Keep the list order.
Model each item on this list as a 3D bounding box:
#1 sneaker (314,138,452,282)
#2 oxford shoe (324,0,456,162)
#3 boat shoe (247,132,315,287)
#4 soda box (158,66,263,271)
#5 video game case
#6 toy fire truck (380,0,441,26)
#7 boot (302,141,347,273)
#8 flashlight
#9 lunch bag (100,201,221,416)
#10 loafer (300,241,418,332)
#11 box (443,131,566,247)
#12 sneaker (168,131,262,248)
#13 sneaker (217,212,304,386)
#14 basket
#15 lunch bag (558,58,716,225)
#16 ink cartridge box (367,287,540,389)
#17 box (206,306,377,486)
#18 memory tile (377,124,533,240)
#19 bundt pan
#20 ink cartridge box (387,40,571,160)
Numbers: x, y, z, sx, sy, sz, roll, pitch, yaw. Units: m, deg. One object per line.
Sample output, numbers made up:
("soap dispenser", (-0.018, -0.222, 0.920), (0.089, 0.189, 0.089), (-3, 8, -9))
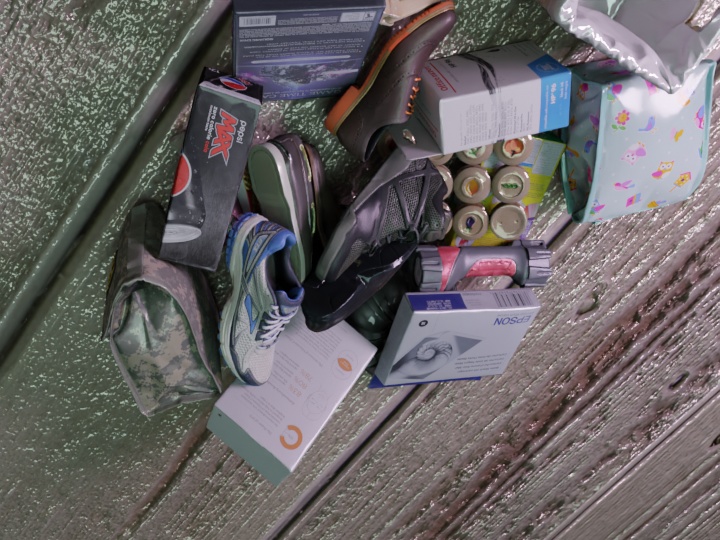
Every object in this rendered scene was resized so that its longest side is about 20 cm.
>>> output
("sneaker", (0.035, -0.049, 0.828), (0.114, 0.076, 0.200), (39, 71, 1))
("oxford shoe", (0.046, -0.209, 0.791), (0.073, 0.071, 0.200), (49, 120, 6))
("boat shoe", (-0.081, -0.059, 0.837), (0.060, 0.071, 0.206), (-35, 130, -42))
("soda box", (-0.161, -0.104, 0.754), (0.069, 0.064, 0.204), (13, 118, -15))
("video game case", (-0.062, -0.223, 0.725), (0.139, 0.200, 0.020), (-7, 83, -12))
("toy fire truck", (0.012, -0.300, 0.709), (0.141, 0.201, 0.048), (48, 147, -14))
("boot", (-0.033, -0.076, 0.903), (0.095, 0.074, 0.205), (-24, 123, -29))
("flashlight", (0.160, 0.000, 0.941), (0.195, 0.069, 0.069), (1, 130, -16))
("lunch bag", (-0.242, 0.040, 0.841), (0.115, 0.165, 0.204), (-14, 126, -3))
("loafer", (0.000, 0.000, 0.883), (0.199, 0.073, 0.073), (-37, 161, -23))
("box", (0.185, -0.096, 0.953), (0.114, 0.049, 0.204), (6, 119, -21))
("sneaker", (-0.170, -0.079, 0.850), (0.087, 0.076, 0.204), (-5, 121, 2))
("sneaker", (-0.109, 0.041, 0.803), (0.083, 0.077, 0.206), (11, 108, 28))
("basket", (0.294, -0.338, 0.752), (0.196, 0.162, 0.201), (18, 117, -27))
("lunch bag", (0.350, -0.166, 0.911), (0.166, 0.123, 0.204), (-13, 120, -9))
("ink cartridge box", (0.123, 0.109, 0.967), (0.194, 0.041, 0.203), (-2, 136, -21))
("box", (-0.088, 0.152, 0.914), (0.124, 0.201, 0.098), (38, 148, 2))
("memory tile", (0.118, -0.110, 0.898), (0.194, 0.017, 0.157), (1, 119, 5))
("bundt pan", (0.058, 0.077, 1.013), (0.196, 0.076, 0.206), (-8, 126, -11))
("ink cartridge box", (0.130, -0.201, 0.822), (0.195, 0.117, 0.069), (-14, 127, -7))
